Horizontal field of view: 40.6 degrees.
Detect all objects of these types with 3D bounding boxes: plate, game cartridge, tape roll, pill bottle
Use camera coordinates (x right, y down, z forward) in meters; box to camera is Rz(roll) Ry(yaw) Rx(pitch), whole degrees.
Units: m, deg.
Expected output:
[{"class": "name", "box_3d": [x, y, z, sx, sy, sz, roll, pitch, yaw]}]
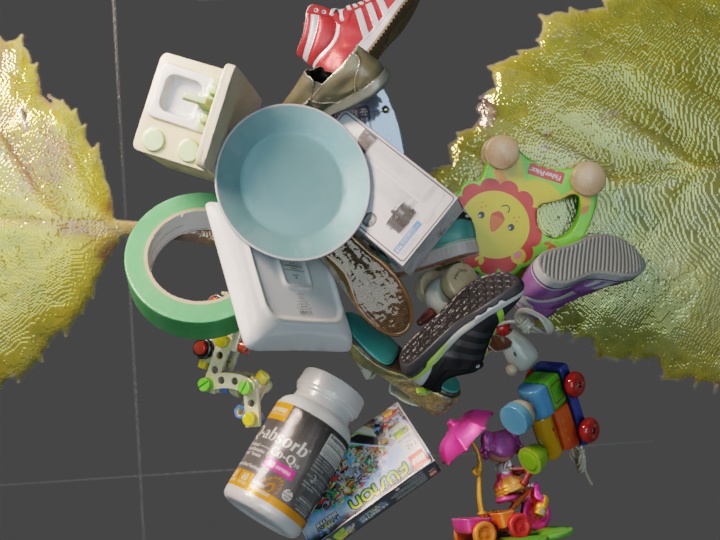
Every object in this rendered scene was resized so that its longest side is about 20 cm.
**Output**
[{"class": "plate", "box_3d": [-0.085, -0.109, 1.221, 0.198, 0.026, 0.203, 2, 80, -13]}, {"class": "plate", "box_3d": [-0.093, 0.006, 1.243, 0.032, 0.199, 0.202, -31, 67, 33]}, {"class": "game cartridge", "box_3d": [-0.003, -0.155, 1.345, 0.132, 0.041, 0.202, -8, 90, 2]}, {"class": "tape roll", "box_3d": [-0.208, -0.009, 1.282, 0.198, 0.048, 0.202, 2, 58, -3]}, {"class": "pill bottle", "box_3d": [-0.082, 0.236, 1.277, 0.116, 0.116, 0.201, 31, 69, -1]}]

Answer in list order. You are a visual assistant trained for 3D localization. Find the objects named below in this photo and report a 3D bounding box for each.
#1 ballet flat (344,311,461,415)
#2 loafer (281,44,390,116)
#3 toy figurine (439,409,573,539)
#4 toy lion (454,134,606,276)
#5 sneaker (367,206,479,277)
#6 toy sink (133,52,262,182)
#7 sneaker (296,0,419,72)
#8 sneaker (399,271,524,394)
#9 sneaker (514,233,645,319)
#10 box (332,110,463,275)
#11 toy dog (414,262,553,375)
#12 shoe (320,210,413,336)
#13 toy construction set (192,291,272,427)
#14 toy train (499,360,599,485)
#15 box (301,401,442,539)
[{"class": "ballet flat", "box_3d": [0.042, 0.134, 1.332, 0.199, 0.071, 0.071, 32, 88, 1]}, {"class": "loafer", "box_3d": [-0.057, -0.231, 1.267, 0.199, 0.075, 0.070, -26, 112, 21]}, {"class": "toy figurine", "box_3d": [0.183, 0.278, 1.311, 0.198, 0.150, 0.186, -5, 79, -24]}, {"class": "toy lion", "box_3d": [0.216, -0.077, 1.342, 0.198, 0.069, 0.194, 16, 96, -2]}, {"class": "sneaker", "box_3d": [0.059, -0.036, 1.319, 0.198, 0.071, 0.081, -15, 81, 14]}, {"class": "toy sink", "box_3d": [-0.212, -0.195, 1.252, 0.111, 0.200, 0.132, 17, 89, 4]}, {"class": "sneaker", "box_3d": [-0.005, -0.346, 1.329, 0.112, 0.071, 0.201, 35, 75, 12]}, {"class": "sneaker", "box_3d": [0.138, 0.083, 1.247, 0.200, 0.072, 0.083, -40, 114, 16]}, {"class": "sneaker", "box_3d": [0.292, 0.013, 1.341, 0.199, 0.115, 0.073, -6, 56, -28]}, {"class": "box", "box_3d": [0.021, -0.102, 1.269, 0.200, 0.060, 0.117, 41, 90, 17]}, {"class": "toy dog", "box_3d": [0.149, 0.078, 1.311, 0.199, 0.132, 0.097, 34, 66, 8]}, {"class": "shoe", "box_3d": [0.000, 0.000, 1.273, 0.070, 0.053, 0.201, -38, 93, 3]}, {"class": "toy construction set", "box_3d": [-0.151, 0.099, 1.308, 0.130, 0.092, 0.202, 21, 80, 23]}, {"class": "toy train", "box_3d": [0.256, 0.234, 1.300, 0.115, 0.084, 0.202, -32, 110, -35]}, {"class": "box", "box_3d": [-0.001, 0.278, 1.308, 0.199, 0.035, 0.110, -35, 49, -2]}]
